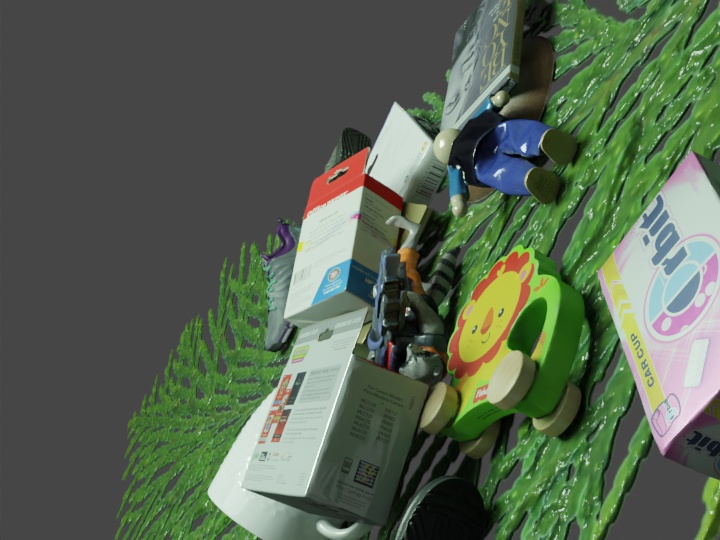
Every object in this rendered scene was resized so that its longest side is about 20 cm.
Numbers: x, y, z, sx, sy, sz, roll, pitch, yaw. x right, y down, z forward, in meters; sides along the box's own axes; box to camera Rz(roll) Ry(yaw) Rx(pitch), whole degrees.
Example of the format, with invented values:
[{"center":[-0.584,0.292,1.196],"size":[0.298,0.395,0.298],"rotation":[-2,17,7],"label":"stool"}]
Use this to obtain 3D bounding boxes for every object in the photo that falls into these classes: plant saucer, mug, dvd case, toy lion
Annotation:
[{"center":[0.145,-0.175,1.253],"size":[0.201,0.036,0.201],"rotation":[-57,20,35],"label":"plant saucer"},{"center":[-0.045,0.212,1.215],"size":[0.200,0.147,0.176],"rotation":[28,87,43],"label":"mug"},{"center":[0.139,-0.242,1.265],"size":[0.149,0.016,0.201],"rotation":[-46,28,50],"label":"dvd case"},{"center":[0.131,0.059,0.988],"size":[0.200,0.068,0.193],"rotation":[-34,30,60],"label":"toy lion"}]

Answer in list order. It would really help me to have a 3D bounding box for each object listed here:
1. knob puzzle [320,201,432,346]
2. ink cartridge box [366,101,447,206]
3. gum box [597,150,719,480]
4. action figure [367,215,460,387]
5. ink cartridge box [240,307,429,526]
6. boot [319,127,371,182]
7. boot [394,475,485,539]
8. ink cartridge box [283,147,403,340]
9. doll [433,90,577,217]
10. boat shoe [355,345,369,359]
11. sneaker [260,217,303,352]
[{"center":[0.000,0.000,1.361],"size":[0.219,0.030,0.221],"rotation":[-37,37,35],"label":"knob puzzle"},{"center":[0.040,-0.102,1.459],"size":[0.199,0.043,0.200],"rotation":[-63,21,16],"label":"ink cartridge box"},{"center":[0.226,0.022,0.720],"size":[0.114,0.066,0.201],"rotation":[-56,21,29],"label":"gum box"},{"center":[0.060,0.033,1.153],"size":[0.201,0.104,0.194],"rotation":[94,176,-49],"label":"action figure"},{"center":[-0.022,0.139,1.061],"size":[0.200,0.083,0.177],"rotation":[-20,49,67],"label":"ink cartridge box"},{"center":[-0.038,-0.111,1.692],"size":[0.201,0.067,0.131],"rotation":[-76,13,-47],"label":"boot"},{"center":[0.028,0.266,1.003],"size":[0.168,0.076,0.202],"rotation":[9,84,68],"label":"boot"},{"center":[-0.016,-0.032,1.314],"size":[0.116,0.067,0.201],"rotation":[-26,44,44],"label":"ink cartridge box"},{"center":[0.130,-0.115,1.135],"size":[0.200,0.048,0.137],"rotation":[27,94,60],"label":"doll"},{"center":[-0.051,0.152,1.383],"size":[0.202,0.073,0.063],"rotation":[-56,22,17],"label":"boat shoe"},{"center":[-0.128,0.022,1.739],"size":[0.074,0.087,0.201],"rotation":[-9,60,70],"label":"sneaker"}]
